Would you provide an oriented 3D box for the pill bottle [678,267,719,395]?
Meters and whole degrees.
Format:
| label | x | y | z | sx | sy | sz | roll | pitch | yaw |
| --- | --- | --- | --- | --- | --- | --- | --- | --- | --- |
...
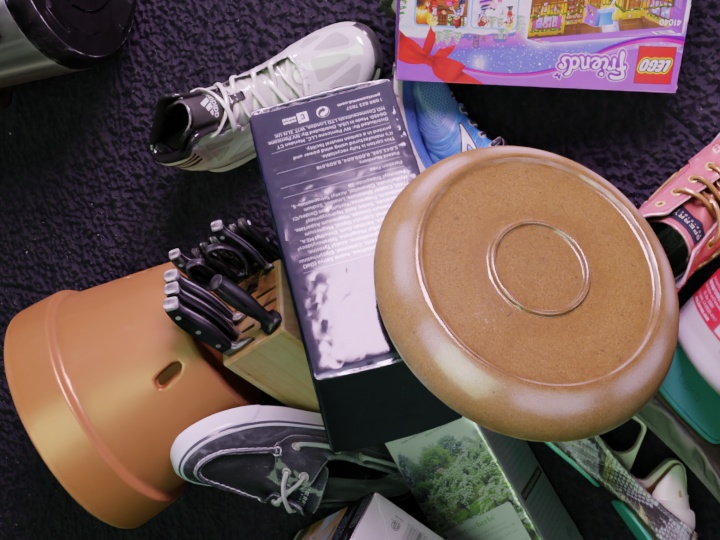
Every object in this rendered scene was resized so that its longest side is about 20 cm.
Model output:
| label | x | y | z | sx | sy | sz | roll | pitch | yaw |
| --- | --- | --- | --- | --- | --- | --- | --- | --- | --- |
| pill bottle | 0.309 | 0.002 | 0.705 | 0.112 | 0.112 | 0.201 | 43 | 113 | 9 |

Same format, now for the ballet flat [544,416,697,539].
| label | x | y | z | sx | sy | sz | roll | pitch | yaw |
| --- | --- | --- | --- | --- | --- | --- | --- | --- | --- |
| ballet flat | 0.201 | 0.151 | 0.810 | 0.200 | 0.072 | 0.072 | 47 | 114 | 6 |

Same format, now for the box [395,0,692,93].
| label | x | y | z | sx | sy | sz | roll | pitch | yaw |
| --- | --- | --- | --- | --- | --- | --- | --- | --- | --- |
| box | 0.123 | -0.195 | 0.729 | 0.196 | 0.039 | 0.139 | 3 | 118 | 1 |

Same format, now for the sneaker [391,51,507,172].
| label | x | y | z | sx | sy | sz | roll | pitch | yaw |
| --- | --- | --- | --- | --- | --- | --- | --- | --- | --- |
| sneaker | 0.076 | -0.087 | 0.815 | 0.087 | 0.079 | 0.204 | -15 | 95 | 7 |

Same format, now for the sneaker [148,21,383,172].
| label | x | y | z | sx | sy | sz | roll | pitch | yaw |
| --- | --- | --- | --- | --- | --- | --- | --- | --- | --- |
| sneaker | -0.079 | -0.125 | 0.839 | 0.198 | 0.115 | 0.077 | -26 | 91 | 25 |

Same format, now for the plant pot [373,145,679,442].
| label | x | y | z | sx | sy | sz | roll | pitch | yaw |
| --- | --- | --- | --- | --- | --- | --- | --- | --- | --- |
| plant pot | 0.106 | 0.003 | 0.660 | 0.199 | 0.200 | 0.028 | 39 | 152 | 10 |

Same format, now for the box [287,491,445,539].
| label | x | y | z | sx | sy | sz | roll | pitch | yaw |
| --- | --- | --- | --- | --- | --- | --- | --- | --- | --- |
| box | 0.007 | 0.244 | 0.839 | 0.116 | 0.061 | 0.200 | 36 | 151 | -6 |

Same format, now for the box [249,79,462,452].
| label | x | y | z | sx | sy | sz | roll | pitch | yaw |
| --- | --- | --- | --- | --- | --- | --- | --- | --- | --- |
| box | 0.000 | 0.000 | 0.749 | 0.102 | 0.149 | 0.203 | -14 | 62 | -4 |

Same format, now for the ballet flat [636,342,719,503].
| label | x | y | z | sx | sy | sz | roll | pitch | yaw |
| --- | --- | --- | --- | --- | --- | --- | --- | --- | --- |
| ballet flat | 0.253 | 0.120 | 0.781 | 0.200 | 0.068 | 0.063 | 47 | 159 | -12 |

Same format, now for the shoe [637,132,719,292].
| label | x | y | z | sx | sy | sz | roll | pitch | yaw |
| --- | --- | --- | --- | --- | --- | --- | --- | --- | --- |
| shoe | 0.236 | -0.040 | 0.738 | 0.072 | 0.091 | 0.200 | 48 | 114 | 6 |

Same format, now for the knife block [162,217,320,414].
| label | x | y | z | sx | sy | sz | roll | pitch | yaw |
| --- | --- | --- | --- | --- | --- | --- | --- | --- | --- |
| knife block | -0.064 | 0.056 | 0.838 | 0.063 | 0.175 | 0.202 | -28 | 90 | 25 |

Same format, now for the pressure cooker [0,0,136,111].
| label | x | y | z | sx | sy | sz | roll | pitch | yaw |
| --- | --- | --- | --- | --- | --- | --- | --- | --- | --- |
| pressure cooker | -0.303 | -0.233 | 0.881 | 0.196 | 0.178 | 0.179 | -5 | 69 | 24 |

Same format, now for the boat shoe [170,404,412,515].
| label | x | y | z | sx | sy | sz | roll | pitch | yaw |
| --- | --- | --- | --- | --- | --- | --- | --- | --- | --- |
| boat shoe | -0.048 | 0.156 | 0.848 | 0.073 | 0.197 | 0.068 | -66 | 31 | 30 |

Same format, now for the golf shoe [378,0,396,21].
| label | x | y | z | sx | sy | sz | roll | pitch | yaw |
| --- | --- | --- | --- | --- | --- | --- | --- | --- | --- |
| golf shoe | 0.101 | -0.227 | 0.767 | 0.199 | 0.077 | 0.089 | -34 | 94 | 25 |

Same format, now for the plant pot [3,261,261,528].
| label | x | y | z | sx | sy | sz | roll | pitch | yaw |
| --- | --- | --- | --- | --- | --- | --- | --- | --- | --- |
| plant pot | -0.173 | 0.087 | 0.893 | 0.138 | 0.200 | 0.202 | -29 | 89 | 9 |

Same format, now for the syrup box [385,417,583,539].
| label | x | y | z | sx | sy | sz | roll | pitch | yaw |
| --- | --- | --- | --- | --- | --- | --- | --- | --- | --- |
| syrup box | 0.086 | 0.153 | 0.847 | 0.078 | 0.081 | 0.202 | -31 | 86 | 24 |
